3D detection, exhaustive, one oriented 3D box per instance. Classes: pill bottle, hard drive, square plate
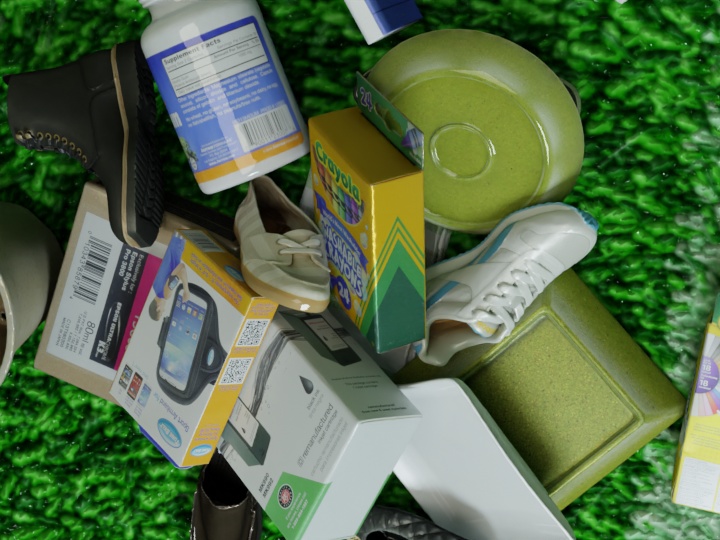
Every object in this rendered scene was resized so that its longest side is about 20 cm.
[{"bbox_3d":[-0.127,-0.179,1.263,0.112,0.112,0.201,-20,98,18],"label":"pill bottle"},{"bbox_3d":[-0.017,-0.290,1.194,0.025,0.132,0.201,-27,96,20],"label":"hard drive"},{"bbox_3d":[0.087,0.170,1.278,0.198,0.028,0.200,54,151,-14],"label":"square plate"}]

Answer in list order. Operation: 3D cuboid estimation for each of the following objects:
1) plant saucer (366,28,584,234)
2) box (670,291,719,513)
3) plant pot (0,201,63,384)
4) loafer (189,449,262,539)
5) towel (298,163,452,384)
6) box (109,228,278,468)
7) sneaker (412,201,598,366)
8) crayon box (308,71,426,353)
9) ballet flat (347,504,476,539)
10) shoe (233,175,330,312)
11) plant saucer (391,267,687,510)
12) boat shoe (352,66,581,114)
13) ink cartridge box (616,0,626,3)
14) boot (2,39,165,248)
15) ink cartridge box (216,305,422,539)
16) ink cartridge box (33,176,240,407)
[{"bbox_3d":[0.088,-0.107,1.207,0.199,0.031,0.201,11,128,14],"label":"plant saucer"},{"bbox_3d":[0.348,0.119,1.253,0.117,0.048,0.201,12,109,12],"label":"box"},{"bbox_3d":[-0.374,0.017,1.341,0.199,0.183,0.202,4,106,14],"label":"plant pot"},{"bbox_3d":[-0.135,0.222,1.392,0.073,0.071,0.201,11,107,12],"label":"loafer"},{"bbox_3d":[0.000,0.000,1.321,0.148,0.031,0.201,17,108,9],"label":"towel"},{"bbox_3d":[-0.155,0.078,1.271,0.119,0.041,0.201,38,111,35],"label":"box"},{"bbox_3d":[0.124,0.013,1.228,0.200,0.081,0.076,-34,132,31],"label":"sneaker"},{"bbox_3d":[0.005,-0.048,1.199,0.051,0.126,0.201,-16,127,-20],"label":"crayon box"},{"bbox_3d":[0.056,0.267,1.340,0.199,0.057,0.067,15,151,29],"label":"ballet flat"},{"bbox_3d":[-0.071,-0.025,1.239,0.070,0.200,0.054,5,114,-22],"label":"shoe"},{"bbox_3d":[0.160,0.119,1.285,0.200,0.048,0.200,-41,95,15],"label":"plant saucer"},{"bbox_3d":[0.089,-0.143,1.240,0.200,0.066,0.072,8,106,12],"label":"boat shoe"},{"bbox_3d":[0.176,-0.331,1.158,0.199,0.085,0.145,33,110,3],"label":"ink cartridge box"},{"bbox_3d":[-0.255,-0.104,1.295,0.137,0.078,0.201,-11,62,7],"label":"boot"},{"bbox_3d":[-0.058,0.122,1.267,0.200,0.084,0.146,46,121,35],"label":"ink cartridge box"},{"bbox_3d":[-0.203,0.028,1.358,0.164,0.075,0.201,22,108,9],"label":"ink cartridge box"}]
